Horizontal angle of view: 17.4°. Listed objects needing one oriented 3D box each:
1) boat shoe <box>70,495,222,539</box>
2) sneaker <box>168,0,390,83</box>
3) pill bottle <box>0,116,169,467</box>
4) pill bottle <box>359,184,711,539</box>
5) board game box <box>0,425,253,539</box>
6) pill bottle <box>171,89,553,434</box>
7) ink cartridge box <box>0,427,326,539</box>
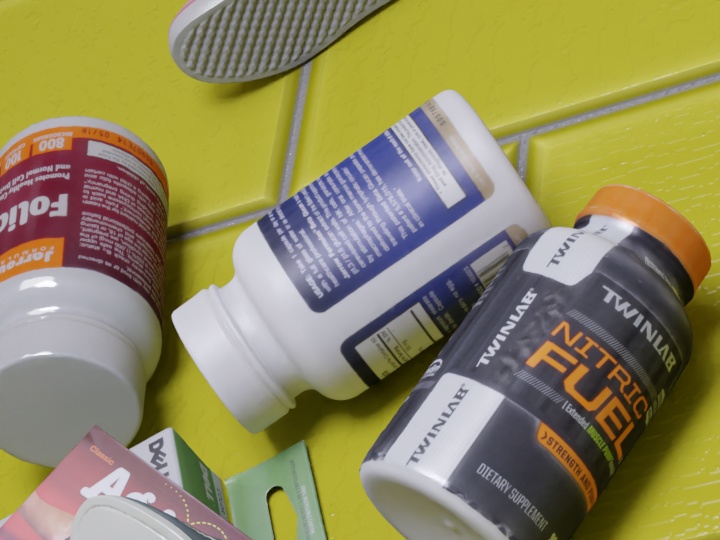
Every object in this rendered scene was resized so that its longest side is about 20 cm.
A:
[{"bbox_3d":[-0.058,0.173,1.137,0.200,0.062,0.073,33,111,26],"label":"boat shoe"},{"bbox_3d":[-0.044,-0.201,1.555,0.199,0.076,0.105,-29,43,-3],"label":"sneaker"},{"bbox_3d":[-0.173,0.012,1.403,0.114,0.114,0.201,-22,40,17],"label":"pill bottle"},{"bbox_3d":[0.095,0.052,1.168,0.106,0.106,0.200,15,61,45],"label":"pill bottle"},{"bbox_3d":[-0.090,0.170,1.174,0.199,0.019,0.103,33,64,19],"label":"board game box"},{"bbox_3d":[0.000,0.000,1.288,0.199,0.111,0.111,-35,38,2],"label":"pill bottle"},{"bbox_3d":[-0.120,0.155,1.261,0.199,0.059,0.104,-28,39,10],"label":"ink cartridge box"}]
